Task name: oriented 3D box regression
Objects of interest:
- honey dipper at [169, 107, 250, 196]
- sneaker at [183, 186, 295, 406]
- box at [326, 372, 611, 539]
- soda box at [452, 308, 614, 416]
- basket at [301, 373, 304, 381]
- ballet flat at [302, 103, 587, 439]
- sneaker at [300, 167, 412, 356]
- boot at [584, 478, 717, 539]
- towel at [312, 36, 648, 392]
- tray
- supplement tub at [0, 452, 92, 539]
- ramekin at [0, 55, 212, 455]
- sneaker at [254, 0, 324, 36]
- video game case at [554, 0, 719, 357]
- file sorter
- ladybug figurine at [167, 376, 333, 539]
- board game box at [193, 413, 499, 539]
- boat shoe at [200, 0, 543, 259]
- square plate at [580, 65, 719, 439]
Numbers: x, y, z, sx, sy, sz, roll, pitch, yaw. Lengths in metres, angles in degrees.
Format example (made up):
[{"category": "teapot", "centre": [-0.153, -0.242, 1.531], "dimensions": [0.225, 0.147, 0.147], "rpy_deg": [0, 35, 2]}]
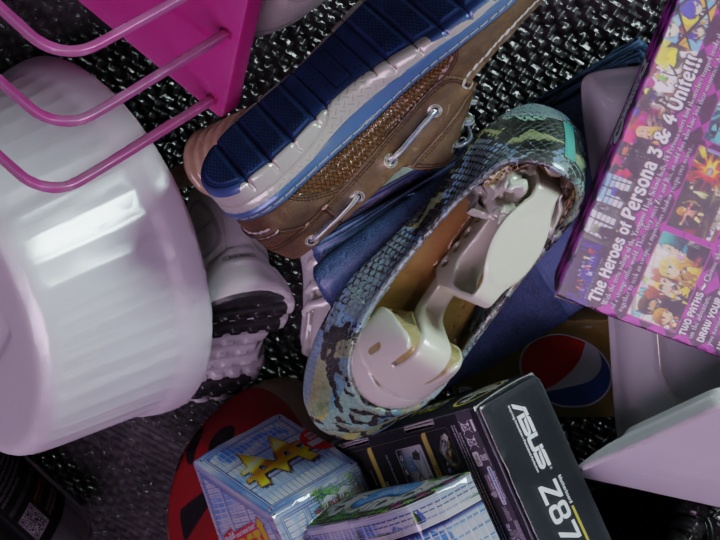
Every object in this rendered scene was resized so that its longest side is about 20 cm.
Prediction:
[{"category": "honey dipper", "centre": [-0.102, -0.045, 1.274], "dimensions": [0.038, 0.038, 0.200], "rpy_deg": [42, 151, -18]}, {"category": "sneaker", "centre": [-0.090, 0.019, 1.345], "dimensions": [0.075, 0.081, 0.200], "rpy_deg": [-6, 158, -24]}, {"category": "box", "centre": [0.068, 0.162, 1.224], "dimensions": [0.161, 0.049, 0.201], "rpy_deg": [-22, 94, 54]}, {"category": "soda box", "centre": [0.145, 0.032, 1.270], "dimensions": [0.199, 0.064, 0.068], "rpy_deg": [-2, 127, 20]}, {"category": "basket", "centre": [0.005, 0.185, 1.397], "dimensions": [0.148, 0.143, 0.201], "rpy_deg": [17, 132, 4]}, {"category": "ballet flat", "centre": [0.039, 0.011, 1.155], "dimensions": [0.074, 0.074, 0.200], "rpy_deg": [30, 108, -8]}, {"category": "sneaker", "centre": [0.000, 0.000, 1.270], "dimensions": [0.078, 0.100, 0.201], "rpy_deg": [-1, 129, 20]}, {"category": "boot", "centre": [0.122, 0.194, 1.298], "dimensions": [0.079, 0.212, 0.158], "rpy_deg": [24, 174, 14]}, {"category": "towel", "centre": [0.080, -0.021, 1.212], "dimensions": [0.199, 0.049, 0.112], "rpy_deg": [-31, 117, 5]}, {"category": "tray", "centre": [0.211, 0.092, 1.200], "dimensions": [0.199, 0.022, 0.107], "rpy_deg": [15, 149, -35]}, {"category": "supplement tub", "centre": [-0.268, 0.132, 1.462], "dimensions": [0.122, 0.123, 0.200], "rpy_deg": [-29, 115, 36]}, {"category": "ramekin", "centre": [-0.174, -0.002, 1.267], "dimensions": [0.200, 0.097, 0.201], "rpy_deg": [33, 136, 40]}, {"category": "sneaker", "centre": [-0.018, -0.168, 1.138], "dimensions": [0.076, 0.092, 0.200], "rpy_deg": [36, 131, -12]}, {"category": "video game case", "centre": [0.207, -0.048, 1.121], "dimensions": [0.180, 0.036, 0.201], "rpy_deg": [19, 110, -4]}, {"category": "file sorter", "centre": [-0.132, -0.156, 1.121], "dimensions": [0.139, 0.125, 0.200], "rpy_deg": [40, 143, 19]}, {"category": "ladybug figurine", "centre": [-0.061, 0.132, 1.368], "dimensions": [0.072, 0.136, 0.200], "rpy_deg": [-5, 157, -20]}, {"category": "board game box", "centre": [0.002, 0.167, 1.219], "dimensions": [0.200, 0.062, 0.201], "rpy_deg": [-20, 96, 58]}, {"category": "boat shoe", "centre": [0.017, -0.085, 1.174], "dimensions": [0.200, 0.072, 0.072], "rpy_deg": [-38, 126, 3]}, {"category": "square plate", "centre": [0.213, -0.008, 1.170], "dimensions": [0.197, 0.028, 0.201], "rpy_deg": [-6, 109, 5]}]
